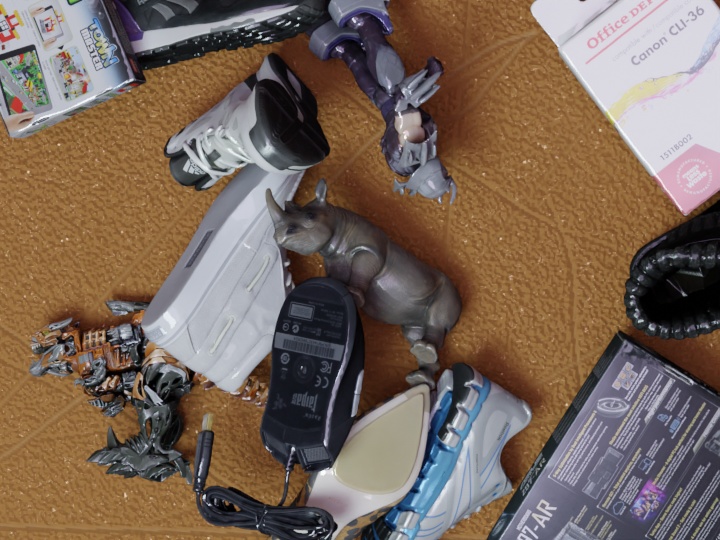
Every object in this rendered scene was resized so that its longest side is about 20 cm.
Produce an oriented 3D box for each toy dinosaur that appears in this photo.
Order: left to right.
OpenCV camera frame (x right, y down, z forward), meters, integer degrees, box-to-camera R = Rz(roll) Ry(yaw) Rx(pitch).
[{"bbox_3d":[-0.163,0.092,1.671,0.199,0.102,0.136,3,77,27],"label":"toy dinosaur"}]

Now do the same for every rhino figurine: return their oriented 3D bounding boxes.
[{"bbox_3d":[0.000,0.000,1.625,0.200,0.088,0.060,39,137,-22],"label":"rhino figurine"}]

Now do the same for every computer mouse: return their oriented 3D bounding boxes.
[{"bbox_3d":[-0.057,0.104,1.599,0.140,0.046,0.201,3,85,36],"label":"computer mouse"}]

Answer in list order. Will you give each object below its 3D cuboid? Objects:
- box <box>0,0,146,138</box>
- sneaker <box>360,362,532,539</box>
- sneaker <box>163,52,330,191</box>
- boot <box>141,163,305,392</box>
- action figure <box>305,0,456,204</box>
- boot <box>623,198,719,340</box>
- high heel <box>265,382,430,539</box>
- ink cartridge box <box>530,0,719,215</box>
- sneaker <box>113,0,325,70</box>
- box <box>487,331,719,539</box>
[{"bbox_3d":[-0.251,-0.213,1.621,0.110,0.035,0.201,-22,89,9],"label":"box"},{"bbox_3d":[0.070,0.174,1.659,0.086,0.075,0.201,23,107,-22],"label":"sneaker"},{"bbox_3d":[-0.089,-0.088,1.599,0.115,0.201,0.076,-40,104,11],"label":"sneaker"},{"bbox_3d":[-0.080,-0.005,1.656,0.096,0.073,0.200,40,74,-20],"label":"boot"},{"bbox_3d":[0.024,-0.137,1.617,0.069,0.130,0.201,-22,75,-21],"label":"action figure"},{"bbox_3d":[0.287,-0.022,1.574,0.211,0.158,0.080,-36,89,7],"label":"boot"},{"bbox_3d":[-0.018,0.173,1.658,0.071,0.143,0.200,36,76,-6],"label":"high heel"},{"bbox_3d":[0.228,-0.155,1.618,0.116,0.067,0.200,-38,89,7],"label":"ink cartridge box"},{"bbox_3d":[-0.123,-0.211,1.633,0.199,0.076,0.088,-8,86,26],"label":"sneaker"},{"bbox_3d":[0.213,0.173,1.634,0.160,0.044,0.200,31,96,-5],"label":"box"}]
